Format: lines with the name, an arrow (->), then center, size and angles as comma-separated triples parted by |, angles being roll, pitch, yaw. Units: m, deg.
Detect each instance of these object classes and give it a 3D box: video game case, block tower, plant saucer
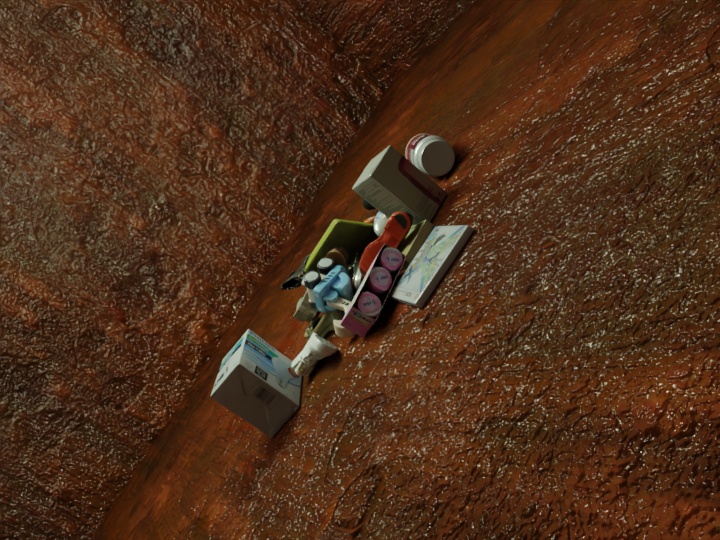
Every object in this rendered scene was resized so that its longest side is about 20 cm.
video game case -> 0.150, -0.013, 1.374 | 0.201, 0.022, 0.182 | -55, 14, -6
block tower -> -0.127, 0.059, 1.808 | 0.058, 0.054, 0.201 | -50, 12, 54
plant saucer -> -0.045, -0.072, 1.774 | 0.200, 0.199, 0.048 | -54, 51, 31

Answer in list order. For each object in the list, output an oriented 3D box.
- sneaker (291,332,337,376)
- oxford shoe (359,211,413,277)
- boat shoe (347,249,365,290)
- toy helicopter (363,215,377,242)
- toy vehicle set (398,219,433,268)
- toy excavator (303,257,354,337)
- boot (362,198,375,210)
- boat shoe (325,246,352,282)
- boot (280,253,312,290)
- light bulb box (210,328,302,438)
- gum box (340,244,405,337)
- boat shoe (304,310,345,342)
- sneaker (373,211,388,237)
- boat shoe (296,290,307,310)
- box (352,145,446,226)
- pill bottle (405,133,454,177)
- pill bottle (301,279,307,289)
sneaker -> -0.121, 0.225, 1.605 | 0.116, 0.073, 0.200 | -57, 4, -7
oxford shoe -> 0.071, -0.062, 1.589 | 0.200, 0.071, 0.072 | -51, -15, 21
boat shoe -> 0.000, 0.000, 1.703 | 0.063, 0.071, 0.200 | -4, 25, 14
toy helicopter -> 0.030, -0.129, 1.907 | 0.132, 0.079, 0.199 | -32, 16, -37
toy vehicle set -> 0.104, -0.053, 1.611 | 0.125, 0.026, 0.200 | -59, 15, -20
toy excavator -> -0.058, 0.072, 1.615 | 0.199, 0.100, 0.195 | 16, 45, 30
boot -> 0.083, -0.208, 1.898 | 0.164, 0.066, 0.200 | -27, 22, 10
boat shoe -> -0.059, 0.002, 1.762 | 0.201, 0.070, 0.070 | 92, -158, -46
boot -> -0.155, -0.008, 2.028 | 0.199, 0.069, 0.174 | -30, 13, 36
light bulb box -> -0.264, 0.291, 1.637 | 0.125, 0.198, 0.200 | -48, 16, 14
gum box -> 0.033, 0.044, 1.478 | 0.201, 0.066, 0.114 | -62, 2, -31
boat shoe -> -0.110, 0.147, 1.757 | 0.200, 0.063, 0.073 | -34, 24, 53
sneaker -> 0.095, -0.175, 1.729 | 0.201, 0.072, 0.073 | -59, -9, -25
boat shoe -> -0.144, 0.082, 2.039 | 0.075, 0.060, 0.201 | -6, 42, 37
box -> 0.101, -0.207, 1.629 | 0.109, 0.200, 0.128 | -57, 15, -20
pill bottle -> 0.198, -0.327, 1.780 | 0.114, 0.114, 0.200 | -51, 14, 8
pill bottle -> -0.085, -0.009, 1.945 | 0.201, 0.112, 0.112 | -55, 14, -8
